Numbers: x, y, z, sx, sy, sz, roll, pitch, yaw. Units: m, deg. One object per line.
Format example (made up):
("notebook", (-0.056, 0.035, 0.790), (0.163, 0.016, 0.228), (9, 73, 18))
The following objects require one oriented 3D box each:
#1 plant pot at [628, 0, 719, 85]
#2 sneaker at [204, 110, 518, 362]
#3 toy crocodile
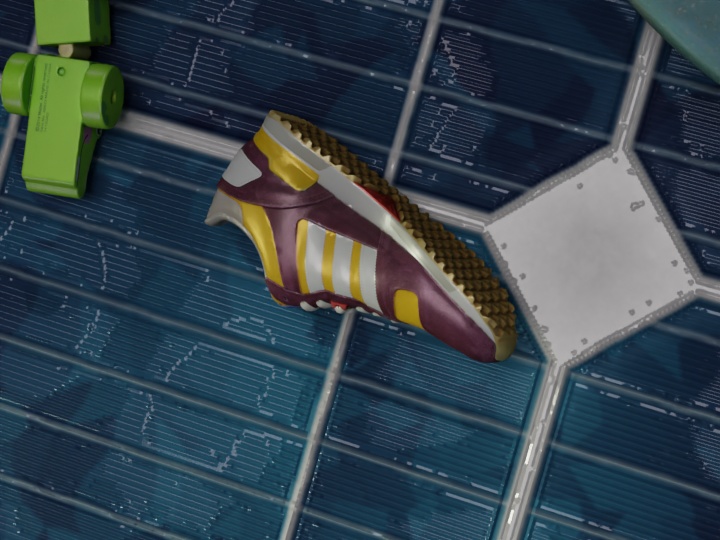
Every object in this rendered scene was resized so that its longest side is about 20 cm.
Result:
("plant pot", (0.202, -0.202, 0.922), (0.195, 0.196, 0.201), (-27, 89, 11))
("sneaker", (0.000, 0.000, 1.024), (0.200, 0.075, 0.090), (43, 106, 19))
("toy crocodile", (-0.173, -0.145, 1.080), (0.067, 0.062, 0.202), (4, 93, 14))
